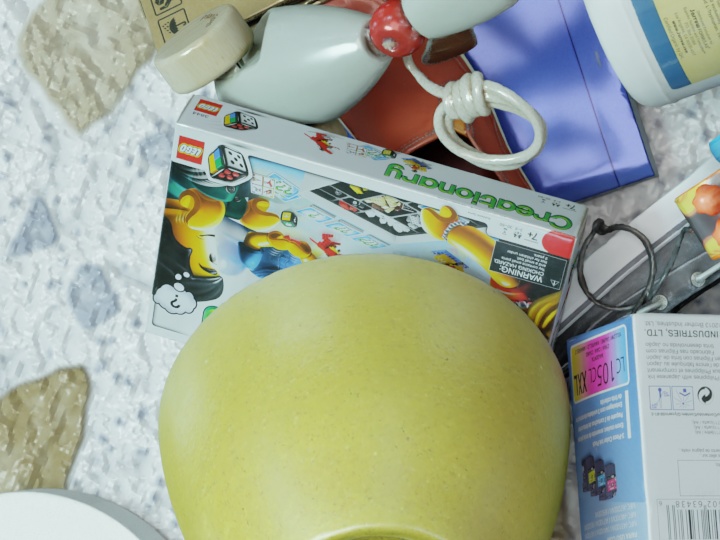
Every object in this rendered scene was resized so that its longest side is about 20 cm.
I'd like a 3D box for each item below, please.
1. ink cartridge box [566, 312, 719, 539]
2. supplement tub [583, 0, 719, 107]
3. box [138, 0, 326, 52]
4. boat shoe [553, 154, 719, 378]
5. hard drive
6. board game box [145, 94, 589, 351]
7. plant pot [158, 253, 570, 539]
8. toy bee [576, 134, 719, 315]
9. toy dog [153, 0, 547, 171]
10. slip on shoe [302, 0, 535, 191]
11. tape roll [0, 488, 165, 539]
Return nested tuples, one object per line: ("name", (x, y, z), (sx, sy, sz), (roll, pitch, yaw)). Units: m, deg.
("ink cartridge box", (0.178, 0.125, 1.207), (0.136, 0.076, 0.200), (2, 76, -20))
("supplement tub", (0.204, -0.177, 1.226), (0.200, 0.145, 0.145), (-20, 83, 14))
("box", (-0.058, -0.221, 1.333), (0.163, 0.021, 0.200), (-25, 64, 11))
("boat shoe", (0.133, 0.024, 1.281), (0.200, 0.072, 0.068), (-41, 83, 8))
("hard drive", (0.041, -0.080, 1.330), (0.200, 0.025, 0.132), (-19, 84, 14))
("board game box", (0.000, 0.000, 1.230), (0.200, 0.035, 0.126), (16, 125, 7))
("plant pot", (0.006, 0.114, 1.166), (0.200, 0.142, 0.200), (-2, 122, -2))
("toy bee", (0.194, -0.035, 1.172), (0.131, 0.109, 0.200), (36, 101, 6))
("toy dog", (0.002, -0.118, 1.231), (0.200, 0.096, 0.132), (-5, 125, 23))
("slip on shoe", (0.032, -0.069, 1.285), (0.074, 0.061, 0.200), (-36, 75, 14))
("tape roll", (-0.176, 0.219, 1.375), (0.202, 0.037, 0.203), (0, 89, 16))
